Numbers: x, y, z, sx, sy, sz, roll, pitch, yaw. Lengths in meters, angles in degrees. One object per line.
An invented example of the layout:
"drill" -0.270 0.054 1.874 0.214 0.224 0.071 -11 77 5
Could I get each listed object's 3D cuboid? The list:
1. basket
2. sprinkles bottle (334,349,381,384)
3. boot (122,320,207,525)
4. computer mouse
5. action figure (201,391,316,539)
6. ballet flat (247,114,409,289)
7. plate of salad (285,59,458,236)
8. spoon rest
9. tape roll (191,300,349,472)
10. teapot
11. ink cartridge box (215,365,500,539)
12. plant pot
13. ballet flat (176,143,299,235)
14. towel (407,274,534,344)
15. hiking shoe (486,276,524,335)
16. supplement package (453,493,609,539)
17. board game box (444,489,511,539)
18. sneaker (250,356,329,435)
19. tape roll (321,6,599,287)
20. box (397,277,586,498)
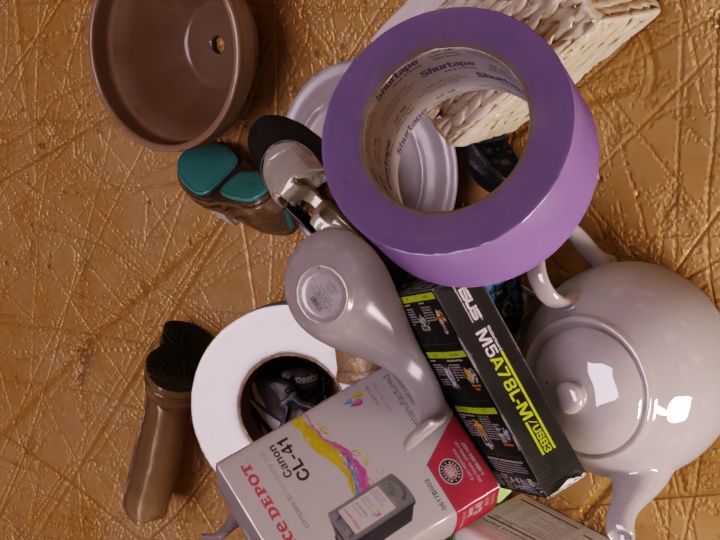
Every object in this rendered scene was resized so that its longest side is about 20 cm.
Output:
"basket" 0.132 -0.207 1.452 0.200 0.136 0.123 -38 79 35
"sprinkles bottle" 0.000 0.000 1.568 0.068 0.068 0.200 -5 94 38
"boot" -0.201 0.172 1.774 0.066 0.175 0.200 15 109 -1
"computer mouse" 0.082 -0.147 1.548 0.034 0.059 0.200 -39 73 34
"action figure" -0.017 0.210 1.570 0.200 0.105 0.194 35 87 2
"ballet flat" -0.033 -0.062 1.500 0.200 0.068 0.068 45 110 13
"plate of salad" 0.010 -0.097 1.618 0.200 0.048 0.200 8 105 32
"spoon rest" 0.007 0.055 1.454 0.099 0.061 0.200 -41 75 27
"tape roll" -0.061 0.127 1.648 0.202 0.037 0.203 1 96 13
"teapot" 0.205 0.086 1.441 0.200 0.146 0.198 36 118 28
"ink cartridge box" -0.003 0.184 1.482 0.148 0.200 0.086 57 165 17
"plant pot" -0.165 -0.220 1.701 0.201 0.093 0.201 9 105 36
"ballet flat" -0.116 -0.072 1.700 0.200 0.068 0.072 22 151 55
"towel" 0.075 0.076 1.618 0.152 0.023 0.200 31 117 30
"hiking shoe" 0.115 0.011 1.475 0.087 0.074 0.200 54 167 8
"supplement package" 0.155 0.331 1.548 0.156 0.111 0.200 24 113 32
"board game box" 0.049 0.215 1.552 0.096 0.200 0.030 52 162 -15
"sneaker" -0.062 0.146 1.704 0.098 0.071 0.201 -47 69 36
"tape roll" 0.077 -0.094 1.331 0.200 0.085 0.200 -7 70 19
"box" 0.097 0.093 1.452 0.193 0.047 0.200 63 168 -2
